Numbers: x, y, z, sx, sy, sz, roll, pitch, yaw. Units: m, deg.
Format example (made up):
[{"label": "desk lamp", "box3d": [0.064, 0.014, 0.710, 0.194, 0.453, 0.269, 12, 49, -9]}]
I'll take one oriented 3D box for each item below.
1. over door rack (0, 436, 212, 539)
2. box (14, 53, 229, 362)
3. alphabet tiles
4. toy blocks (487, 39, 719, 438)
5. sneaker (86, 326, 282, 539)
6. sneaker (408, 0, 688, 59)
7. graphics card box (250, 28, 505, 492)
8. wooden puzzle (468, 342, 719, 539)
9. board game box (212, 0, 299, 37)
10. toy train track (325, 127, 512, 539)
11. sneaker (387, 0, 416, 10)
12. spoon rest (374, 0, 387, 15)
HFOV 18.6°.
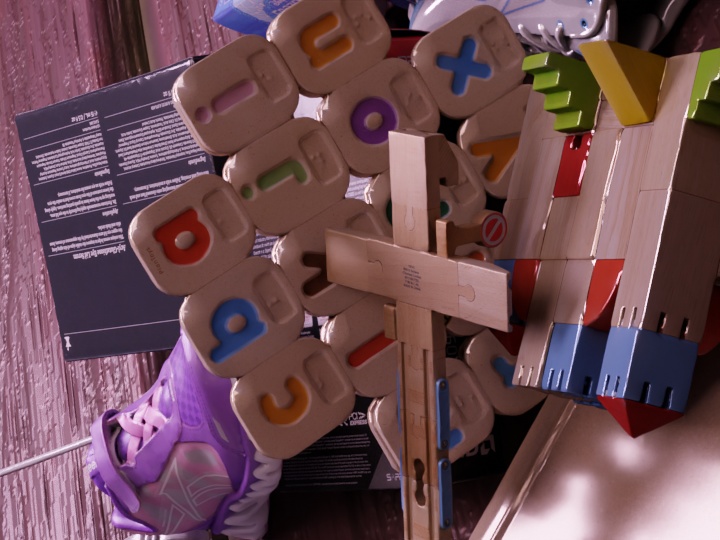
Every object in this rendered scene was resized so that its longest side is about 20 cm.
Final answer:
[{"label": "over door rack", "box3d": [-0.159, 0.162, 1.185, 0.199, 0.067, 0.149, -14, 58, 28]}, {"label": "box", "box3d": [-0.094, -0.031, 1.157, 0.200, 0.078, 0.142, -8, 92, 55]}, {"label": "alphabet tiles", "box3d": [0.009, -0.018, 0.937, 0.195, 0.201, 0.015, -34, 7, -18]}, {"label": "toy blocks", "box3d": [0.102, -0.005, 0.848, 0.200, 0.099, 0.138, -178, 102, -71]}, {"label": "sneaker", "box3d": [-0.086, 0.080, 1.044, 0.200, 0.088, 0.081, 103, 159, -63]}, {"label": "sneaker", "box3d": [0.093, -0.122, 0.997, 0.200, 0.075, 0.087, -33, 52, 43]}, {"label": "graphics card box", "box3d": [0.000, 0.000, 1.009, 0.125, 0.051, 0.201, -12, 85, 55]}, {"label": "wooden puzzle", "box3d": [0.116, 0.100, 0.867, 0.186, 0.037, 0.200, -62, 28, 9]}, {"label": "board game box", "box3d": [0.001, -0.226, 1.057, 0.199, 0.043, 0.201, -16, 58, 66]}, {"label": "toy train track", "box3d": [0.034, 0.042, 0.892, 0.114, 0.032, 0.201, 16, 112, 51]}, {"label": "sneaker", "box3d": [0.044, -0.215, 1.126, 0.115, 0.080, 0.201, -13, 54, 56]}, {"label": "spoon rest", "box3d": [0.002, -0.083, 1.103, 0.201, 0.060, 0.100, -103, 13, -46]}]
